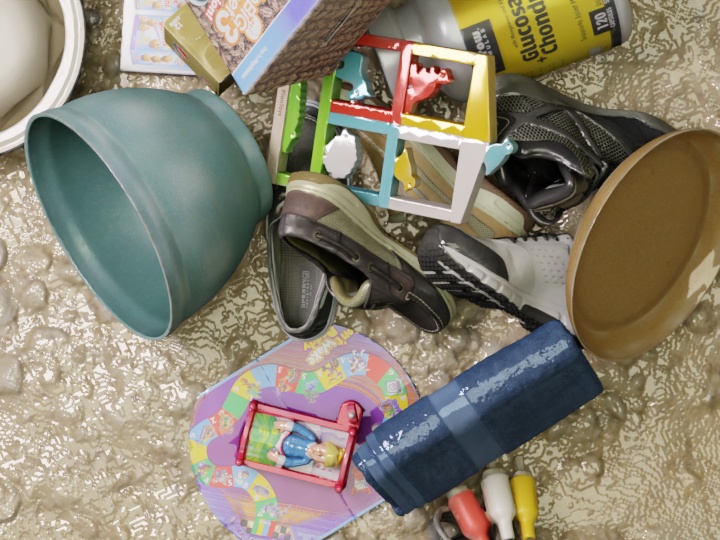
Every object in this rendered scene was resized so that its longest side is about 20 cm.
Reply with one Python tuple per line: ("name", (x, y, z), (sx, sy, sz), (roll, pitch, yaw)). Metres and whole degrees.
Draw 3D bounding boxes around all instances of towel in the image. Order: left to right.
("towel", (0.090, 0.114, 1.469), (0.200, 0.112, 0.049), (-32, 59, 1))

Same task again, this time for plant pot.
("plant pot", (-0.155, -0.063, 1.470), (0.134, 0.200, 0.201), (-31, 90, -25))
("plant pot", (0.228, -0.024, 1.468), (0.027, 0.200, 0.200), (33, 92, 39))

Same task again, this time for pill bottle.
("pill bottle", (0.108, -0.202, 1.486), (0.199, 0.112, 0.112), (-21, 91, 2))

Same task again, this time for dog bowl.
("dog bowl", (-0.317, -0.188, 1.517), (0.199, 0.074, 0.201), (0, 90, 1))

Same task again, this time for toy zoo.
("toy zoo", (0.027, -0.113, 1.438), (0.199, 0.020, 0.132), (12, 100, 20))

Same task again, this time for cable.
("cable", (0.121, 0.239, 1.482), (0.097, 0.050, 0.200), (-11, 52, -19))

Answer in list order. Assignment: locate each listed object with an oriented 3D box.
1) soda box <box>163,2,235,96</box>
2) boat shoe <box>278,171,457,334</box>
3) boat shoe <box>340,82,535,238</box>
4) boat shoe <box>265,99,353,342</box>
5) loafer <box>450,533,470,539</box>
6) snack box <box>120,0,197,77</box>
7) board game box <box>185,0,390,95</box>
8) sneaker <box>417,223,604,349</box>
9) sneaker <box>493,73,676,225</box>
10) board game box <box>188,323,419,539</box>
("soda box", (-0.066, -0.235, 1.500), (0.200, 0.064, 0.068), (-44, 90, -6))
("boat shoe", (0.000, 0.000, 1.471), (0.201, 0.072, 0.066), (44, 64, -38))
("boat shoe", (0.045, -0.071, 1.510), (0.200, 0.072, 0.076), (37, 93, 0))
("boat shoe", (-0.041, -0.042, 1.512), (0.072, 0.071, 0.201), (-3, 87, 3))
("loafer", (0.144, 0.294, 1.519), (0.072, 0.063, 0.200), (-45, 90, 1))
("snack box", (-0.157, -0.262, 1.535), (0.072, 0.024, 0.201), (3, 91, -1))
("board game box", (-0.066, -0.261, 1.375), (0.200, 0.097, 0.159), (57, 135, 14))
("sneaker", (0.127, -0.002, 1.484), (0.200, 0.074, 0.080), (26, 80, -37))
("sneaker", (0.183, -0.078, 1.467), (0.199, 0.076, 0.115), (16, 48, -26))
("board game box", (-0.045, 0.141, 1.531), (0.200, 0.039, 0.158), (-31, 90, 1))
